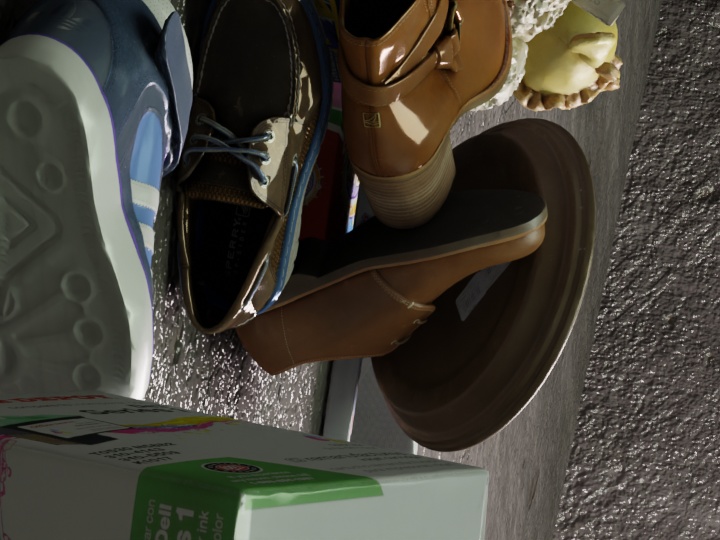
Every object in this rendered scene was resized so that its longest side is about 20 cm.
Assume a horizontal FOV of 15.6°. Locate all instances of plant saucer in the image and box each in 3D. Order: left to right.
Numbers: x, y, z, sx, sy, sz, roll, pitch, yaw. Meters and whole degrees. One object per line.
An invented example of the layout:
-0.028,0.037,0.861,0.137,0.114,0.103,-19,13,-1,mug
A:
0.063,0.004,1.507,0.200,0.029,0.201,-38,-138,43,plant saucer

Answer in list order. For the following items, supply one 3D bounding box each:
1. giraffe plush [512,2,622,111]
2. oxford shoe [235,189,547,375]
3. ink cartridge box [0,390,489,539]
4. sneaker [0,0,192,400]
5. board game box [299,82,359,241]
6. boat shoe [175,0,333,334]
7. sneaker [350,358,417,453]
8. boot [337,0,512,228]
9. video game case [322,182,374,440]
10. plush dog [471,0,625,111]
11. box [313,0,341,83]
0.115,-0.184,1.929,0.173,0.161,0.201,-56,152,-67,giraffe plush
0.021,0.007,1.461,0.071,0.199,0.071,64,26,-17,oxford shoe
-0.077,0.099,0.955,0.145,0.199,0.084,0,96,-52,ink cartridge box
-0.106,-0.027,1.114,0.147,0.080,0.201,-53,144,-60,sneaker
-0.019,-0.077,1.641,0.153,0.040,0.201,-15,112,-78,board game box
-0.058,-0.058,1.368,0.072,0.072,0.201,-58,154,-61,boat shoe
0.019,0.093,1.883,0.099,0.070,0.201,-2,96,-74,sneaker
0.028,-0.142,1.421,0.156,0.076,0.201,76,30,-51,boot
0.000,0.000,1.571,0.143,0.018,0.201,-68,166,-90,video game case
0.081,-0.215,1.649,0.172,0.160,0.201,2,70,-70,plush dog
-0.039,-0.178,1.381,0.200,0.070,0.065,75,28,-63,box
